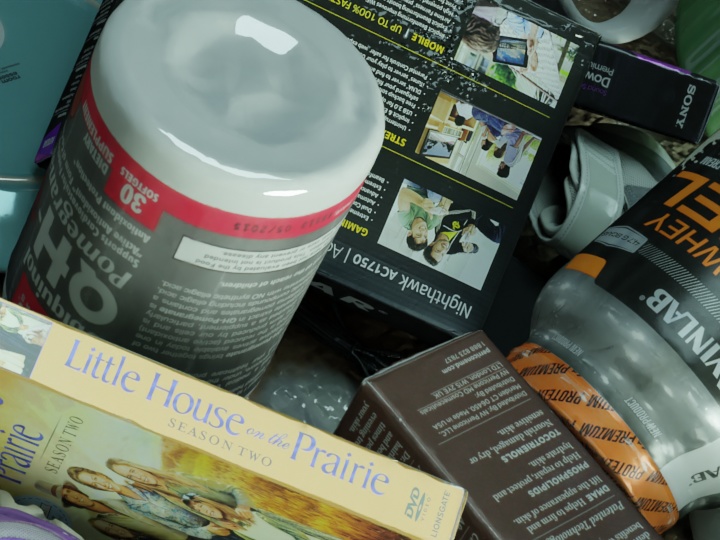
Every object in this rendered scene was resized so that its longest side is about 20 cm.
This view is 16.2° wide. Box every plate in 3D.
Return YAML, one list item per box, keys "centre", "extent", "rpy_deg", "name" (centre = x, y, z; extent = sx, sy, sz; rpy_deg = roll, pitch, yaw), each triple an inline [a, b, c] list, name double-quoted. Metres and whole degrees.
- centre: [-0.159, -0.080, 1.112]
  extent: [0.200, 0.026, 0.200]
  rpy_deg: [10, 47, -11]
  name: "plate"

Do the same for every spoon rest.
- centre: [0.085, -0.147, 1.273]
  extent: [0.200, 0.099, 0.061]
  rpy_deg: [1, 95, -36]
  name: "spoon rest"

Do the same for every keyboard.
- centre: [0.000, 0.000, 1.137]
  extent: [0.200, 0.021, 0.127]
  rpy_deg: [35, 43, 8]
  name: "keyboard"

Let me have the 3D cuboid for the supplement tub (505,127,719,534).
- centre: [0.158, 0.014, 1.060]
  extent: [0.200, 0.123, 0.123]
  rpy_deg: [-42, 74, -13]
  name: "supplement tub"

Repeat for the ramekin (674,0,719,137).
- centre: [0.254, -0.107, 1.278]
  extent: [0.200, 0.098, 0.200]
  rpy_deg: [21, 51, -28]
  name: "ramekin"

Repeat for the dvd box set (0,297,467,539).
- centre: [-0.075, 0.078, 0.935]
  extent: [0.200, 0.146, 0.029]
  rpy_deg: [23, 61, -7]
  name: "dvd box set"

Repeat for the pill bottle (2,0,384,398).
- centre: [-0.074, -0.007, 0.973]
  extent: [0.111, 0.200, 0.111]
  rpy_deg: [14, 45, -15]
  name: "pill bottle"

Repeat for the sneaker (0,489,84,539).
- centre: [-0.079, 0.139, 0.903]
  extent: [0.200, 0.088, 0.081]
  rpy_deg: [21, 84, -4]
  name: "sneaker"

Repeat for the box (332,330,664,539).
- centre: [0.068, 0.132, 0.991]
  extent: [0.075, 0.100, 0.200]
  rpy_deg: [-21, 63, -39]
  name: "box"

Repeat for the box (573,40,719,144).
- centre: [0.055, -0.110, 1.199]
  extent: [0.200, 0.036, 0.143]
  rpy_deg: [16, 6, -11]
  name: "box"

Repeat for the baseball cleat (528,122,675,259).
- centre: [0.140, 0.006, 1.160]
  extent: [0.106, 0.070, 0.200]
  rpy_deg: [5, 36, -46]
  name: "baseball cleat"

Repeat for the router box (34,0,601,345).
- centre: [-0.017, -0.073, 1.077]
  extent: [0.200, 0.051, 0.149]
  rpy_deg: [25, 81, -12]
  name: "router box"

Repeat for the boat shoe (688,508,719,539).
- centre: [0.207, 0.138, 1.085]
  extent: [0.068, 0.072, 0.200]
  rpy_deg: [17, 34, -44]
  name: "boat shoe"
